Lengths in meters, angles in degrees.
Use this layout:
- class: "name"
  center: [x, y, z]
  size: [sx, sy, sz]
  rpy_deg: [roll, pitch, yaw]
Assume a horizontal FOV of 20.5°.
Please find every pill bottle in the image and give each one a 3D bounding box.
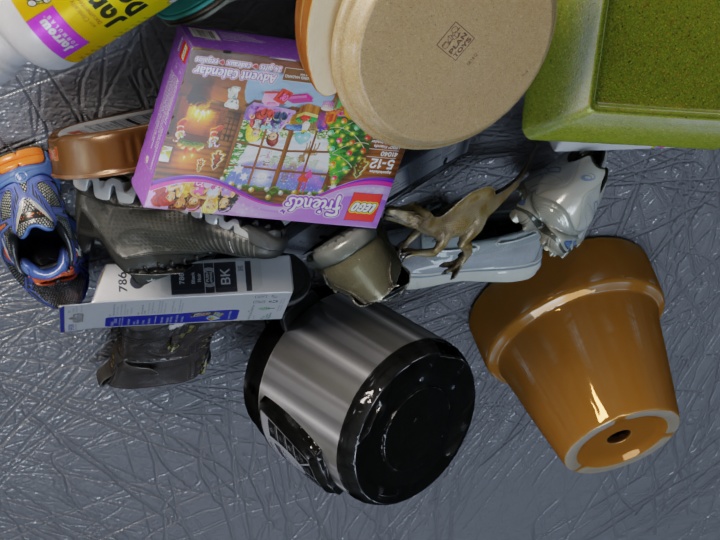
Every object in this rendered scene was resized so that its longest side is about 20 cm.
- class: "pill bottle"
  center: [-0.191, -0.206, 1.368]
  size: [0.200, 0.104, 0.104]
  rpy_deg: [-30, 148, 16]

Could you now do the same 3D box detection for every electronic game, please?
- class: "electronic game"
  center: [0.010, -0.072, 1.692]
  size: [0.200, 0.042, 0.200]
  rpy_deg: [-32, 180, 0]

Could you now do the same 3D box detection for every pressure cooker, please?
- class: "pressure cooker"
  center: [-0.012, 0.112, 1.904]
  size: [0.178, 0.200, 0.176]
  rpy_deg: [1, 113, -48]

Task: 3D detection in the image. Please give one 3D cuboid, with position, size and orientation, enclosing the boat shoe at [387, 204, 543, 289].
- class: "boat shoe"
  center: [0.079, -0.030, 1.864]
  size: [0.200, 0.070, 0.072]
  rpy_deg: [-3, 122, -20]

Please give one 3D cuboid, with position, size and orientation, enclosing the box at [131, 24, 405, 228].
- class: "box"
  center: [-0.059, -0.105, 1.500]
  size: [0.200, 0.039, 0.137]
  rpy_deg: [4, 122, -28]

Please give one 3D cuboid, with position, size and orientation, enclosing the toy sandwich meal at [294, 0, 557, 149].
- class: "toy sandwich meal"
  center: [0.047, -0.178, 1.441]
  size: [0.205, 0.070, 0.205]
  rpy_deg: [-15, 125, -23]

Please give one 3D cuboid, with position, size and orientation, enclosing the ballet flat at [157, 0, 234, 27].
- class: "ballet flat"
  center: [-0.072, -0.240, 1.424]
  size: [0.064, 0.067, 0.200]
  rpy_deg: [4, 143, -44]

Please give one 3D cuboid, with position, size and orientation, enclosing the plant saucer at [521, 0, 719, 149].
- class: "plant saucer"
  center: [0.235, -0.194, 1.572]
  size: [0.200, 0.048, 0.200]
  rpy_deg: [1, 103, -26]

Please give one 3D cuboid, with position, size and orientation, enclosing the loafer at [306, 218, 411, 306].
- class: "loafer"
  center: [0.000, 0.000, 1.658]
  size: [0.075, 0.070, 0.200]
  rpy_deg: [-32, 180, 5]

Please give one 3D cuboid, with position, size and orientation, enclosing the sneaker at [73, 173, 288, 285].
- class: "sneaker"
  center: [-0.149, -0.027, 1.600]
  size: [0.066, 0.200, 0.091]
  rpy_deg: [-23, 126, -62]

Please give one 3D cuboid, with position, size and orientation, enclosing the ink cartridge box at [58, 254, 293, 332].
- class: "ink cartridge box"
  center: [-0.162, 0.020, 1.718]
  size: [0.200, 0.039, 0.099]
  rpy_deg: [-4, 166, -10]

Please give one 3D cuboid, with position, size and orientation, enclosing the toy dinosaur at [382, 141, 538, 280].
- class: "toy dinosaur"
  center: [0.094, -0.047, 1.773]
  size: [0.200, 0.058, 0.101]
  rpy_deg: [-22, 156, -42]

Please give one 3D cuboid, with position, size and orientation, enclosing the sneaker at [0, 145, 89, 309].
- class: "sneaker"
  center: [-0.267, -0.017, 1.653]
  size: [0.075, 0.079, 0.200]
  rpy_deg: [-18, 150, -3]

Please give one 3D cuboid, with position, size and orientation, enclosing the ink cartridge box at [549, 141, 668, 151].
- class: "ink cartridge box"
  center: [0.261, -0.177, 1.704]
  size: [0.200, 0.085, 0.145]
  rpy_deg: [-3, 145, -25]

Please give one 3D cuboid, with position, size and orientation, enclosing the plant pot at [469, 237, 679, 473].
- class: "plant pot"
  center: [0.234, 0.098, 2.031]
  size: [0.200, 0.183, 0.200]
  rpy_deg: [-15, 149, -9]

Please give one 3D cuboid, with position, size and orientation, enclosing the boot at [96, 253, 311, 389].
- class: "boot"
  center: [-0.150, 0.050, 1.859]
  size: [0.200, 0.069, 0.174]
  rpy_deg: [-9, 154, -11]

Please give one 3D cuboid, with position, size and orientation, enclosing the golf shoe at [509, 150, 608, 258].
- class: "golf shoe"
  center: [0.193, -0.073, 1.782]
  size: [0.097, 0.078, 0.200]
  rpy_deg: [-50, -176, 12]

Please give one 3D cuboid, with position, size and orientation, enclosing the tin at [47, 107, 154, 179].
- class: "tin"
  center: [-0.147, -0.108, 1.563]
  size: [0.200, 0.042, 0.112]
  rpy_deg: [-12, -172, -15]
